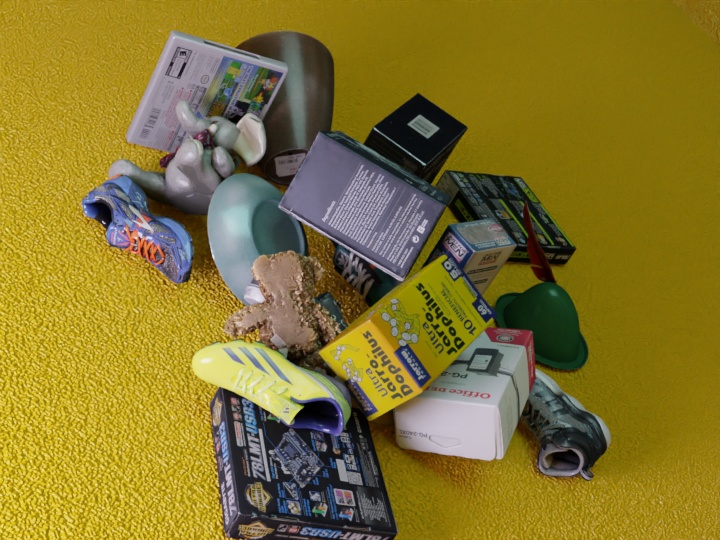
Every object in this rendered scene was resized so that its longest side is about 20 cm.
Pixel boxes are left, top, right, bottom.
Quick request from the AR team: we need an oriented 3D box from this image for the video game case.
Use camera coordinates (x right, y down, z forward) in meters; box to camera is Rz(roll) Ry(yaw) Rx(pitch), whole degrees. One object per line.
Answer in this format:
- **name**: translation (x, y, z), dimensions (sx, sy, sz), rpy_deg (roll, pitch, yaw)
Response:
- **video game case**: translation (-0.228, -0.248, 1.736), dimensions (0.182, 0.200, 0.022), rpy_deg (12, 40, -27)

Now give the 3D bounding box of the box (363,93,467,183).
- **box**: translation (0.056, -0.159, 1.866), dimensions (0.104, 0.182, 0.200), rpy_deg (35, 33, 7)

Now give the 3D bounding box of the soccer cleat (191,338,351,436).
- **soccer cleat**: translation (-0.101, 0.139, 1.375), dimensions (0.199, 0.065, 0.084), rpy_deg (20, 35, -16)

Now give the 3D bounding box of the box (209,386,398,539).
- **box**: translation (-0.070, 0.232, 1.374), dimensions (0.198, 0.050, 0.200), rpy_deg (12, 36, -24)

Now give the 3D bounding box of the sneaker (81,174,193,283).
- **sneaker**: translation (-0.295, -0.045, 1.549), dimensions (0.200, 0.076, 0.078), rpy_deg (39, 42, 26)

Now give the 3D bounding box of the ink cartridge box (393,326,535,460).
- **ink cartridge box**: translation (0.141, 0.156, 1.561), dimensions (0.145, 0.084, 0.200), rpy_deg (4, 27, 20)

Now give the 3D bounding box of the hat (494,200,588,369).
- **hat**: translation (0.315, 0.034, 1.826), dimensions (0.199, 0.176, 0.166), rpy_deg (15, 36, -23)

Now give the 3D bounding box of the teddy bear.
- **teddy bear**: translation (-0.093, 0.078, 1.475), dimensions (0.145, 0.067, 0.201), rpy_deg (-21, 84, -5)

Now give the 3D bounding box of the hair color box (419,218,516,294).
- **hair color box**: translation (0.127, 0.021, 1.671), dimensions (0.100, 0.200, 0.061), rpy_deg (-10, 51, -46)

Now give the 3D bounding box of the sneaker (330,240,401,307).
- **sneaker**: translation (0.000, 0.000, 1.722), dimensions (0.080, 0.072, 0.200), rpy_deg (12, 30, -26)

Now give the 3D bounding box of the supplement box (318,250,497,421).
- **supplement box**: translation (0.063, 0.080, 1.470), dimensions (0.109, 0.109, 0.200), rpy_deg (53, 43, -2)

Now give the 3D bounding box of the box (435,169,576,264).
- **box**: translation (0.256, -0.094, 2.070), dimensions (0.193, 0.048, 0.200), rpy_deg (3, 42, -40)

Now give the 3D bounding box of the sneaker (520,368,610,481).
- **sneaker**: translation (0.255, 0.214, 1.637), dimensions (0.200, 0.076, 0.114), rpy_deg (34, 33, 3)

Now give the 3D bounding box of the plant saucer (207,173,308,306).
- **plant saucer**: translation (-0.125, -0.041, 1.604), dimensions (0.201, 0.039, 0.202), rpy_deg (26, 56, -47)

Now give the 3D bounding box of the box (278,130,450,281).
- **box**: translation (0.011, -0.095, 1.631), dimensions (0.196, 0.124, 0.200), rpy_deg (29, 9, 2)

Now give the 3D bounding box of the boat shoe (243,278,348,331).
- **boat shoe**: translation (-0.060, 0.055, 1.563), dimensions (0.200, 0.070, 0.066), rpy_deg (30, 75, -16)

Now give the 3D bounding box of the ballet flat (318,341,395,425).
- **ballet flat**: translation (-0.026, 0.135, 1.524), dimensions (0.200, 0.063, 0.069), rpy_deg (29, 33, -5)

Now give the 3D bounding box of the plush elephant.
- **plush elephant**: translation (-0.225, -0.167, 1.667), dimensions (0.200, 0.164, 0.155), rpy_deg (32, 54, -42)

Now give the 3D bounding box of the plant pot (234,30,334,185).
- **plant pot**: translation (-0.120, -0.241, 1.859), dimensions (0.186, 0.187, 0.201), rpy_deg (10, 52, -29)
